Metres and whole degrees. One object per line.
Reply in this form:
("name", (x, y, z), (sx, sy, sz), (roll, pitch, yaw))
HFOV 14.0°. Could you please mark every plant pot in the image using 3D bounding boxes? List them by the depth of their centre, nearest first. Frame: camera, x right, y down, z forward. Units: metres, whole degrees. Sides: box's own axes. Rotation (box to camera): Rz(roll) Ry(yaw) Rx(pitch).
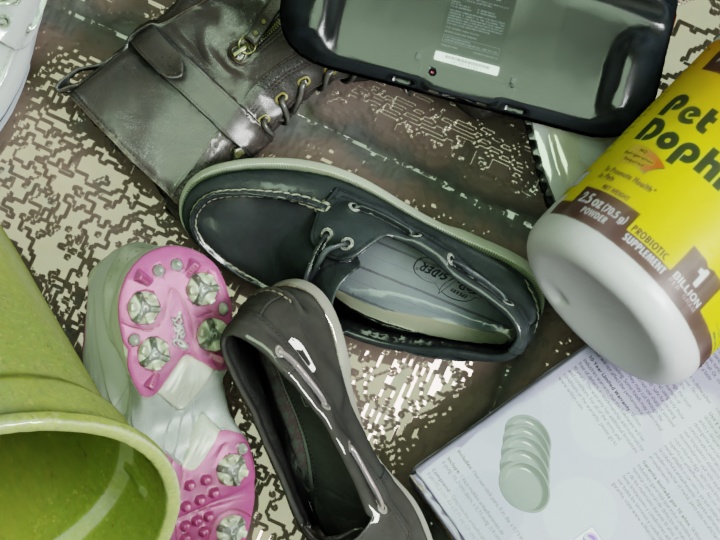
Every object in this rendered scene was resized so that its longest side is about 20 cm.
("plant pot", (-0.211, 0.068, 1.448), (0.200, 0.201, 0.185), (-23, 55, -3))

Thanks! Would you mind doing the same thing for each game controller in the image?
("game controller", (0.061, -0.136, 1.494), (0.199, 0.042, 0.105), (14, 90, -2))

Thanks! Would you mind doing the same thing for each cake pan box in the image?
("cake pan box", (0.153, 0.132, 1.508), (0.184, 0.052, 0.200), (-37, 83, -7))

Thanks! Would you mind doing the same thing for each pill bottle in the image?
("pill bottle", (0.184, -0.045, 1.471), (0.109, 0.109, 0.200), (43, 73, 6))

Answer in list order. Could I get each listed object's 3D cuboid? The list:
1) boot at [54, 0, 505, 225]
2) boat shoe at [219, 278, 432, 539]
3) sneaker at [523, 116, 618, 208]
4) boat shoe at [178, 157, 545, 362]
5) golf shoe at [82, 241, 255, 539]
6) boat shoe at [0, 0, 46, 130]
("boot", (-0.039, -0.092, 1.545), (0.200, 0.069, 0.174), (38, 90, 6))
("boat shoe", (-0.019, 0.104, 1.486), (0.057, 0.067, 0.201), (-33, 106, -47))
("sneaker", (0.127, -0.104, 1.535), (0.093, 0.070, 0.201), (-14, 79, 4))
("boat shoe", (-0.001, 0.002, 1.507), (0.199, 0.066, 0.075), (24, 116, -7))
("golf shoe", (-0.104, 0.080, 1.516), (0.075, 0.091, 0.201), (-7, 103, -29))
("boat shoe", (-0.200, -0.154, 1.541), (0.073, 0.067, 0.201), (15, 82, -8))
